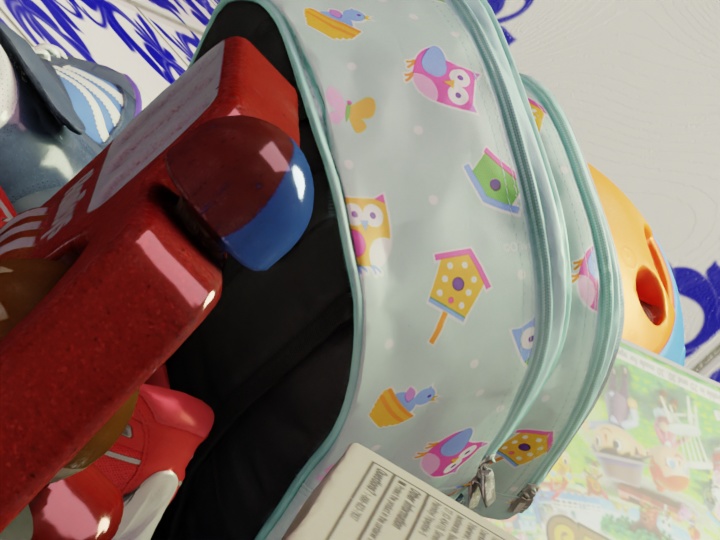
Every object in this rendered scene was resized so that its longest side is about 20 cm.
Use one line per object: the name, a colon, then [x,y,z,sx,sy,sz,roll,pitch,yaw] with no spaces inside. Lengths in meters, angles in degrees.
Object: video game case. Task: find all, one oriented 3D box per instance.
video game case: [0.096,0.102,0.961,0.199,0.022,0.183,25,48,-22]

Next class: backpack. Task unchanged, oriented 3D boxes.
backpack: [0.000,0.000,0.826,0.200,0.152,0.177,114,-34,-57]

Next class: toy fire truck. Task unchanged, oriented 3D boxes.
toy fire truck: [-0.081,0.017,0.568,0.112,0.168,0.200,46,7,-10]

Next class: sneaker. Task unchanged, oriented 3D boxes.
sneaker: [-0.098,0.011,0.796,0.077,0.085,0.200,26,20,-44]
sneaker: [-0.153,-0.077,0.999,0.147,0.080,0.200,49,11,-25]

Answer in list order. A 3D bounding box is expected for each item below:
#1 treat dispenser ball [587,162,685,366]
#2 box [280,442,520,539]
treat dispenser ball: [0.046,0.034,1.109,0.201,0.201,0.201,47,7,-7]
box: [0.046,0.149,0.580,0.199,0.109,0.128,31,16,3]
